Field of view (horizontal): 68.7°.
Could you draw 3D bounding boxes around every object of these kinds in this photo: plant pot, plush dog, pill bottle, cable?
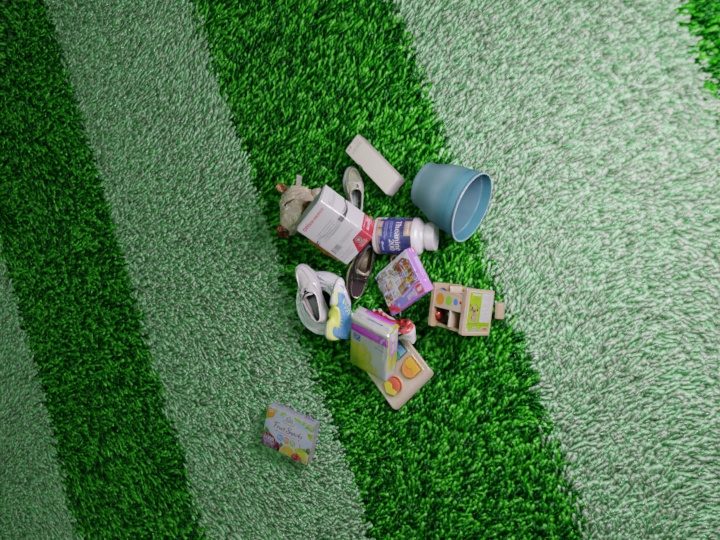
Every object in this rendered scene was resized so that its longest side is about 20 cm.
[{"bbox_3d":[0.252,-0.217,1.531,0.185,0.197,0.206,31,104,32],"label":"plant pot"},{"bbox_3d":[-0.211,-0.197,1.707,0.199,0.174,0.160,-39,121,18],"label":"plush dog"},{"bbox_3d":[0.139,-0.106,1.619,0.192,0.110,0.116,2,93,22],"label":"pill bottle"},{"bbox_3d":[-0.127,0.106,1.764,0.194,0.069,0.208,20,100,19],"label":"cable"}]

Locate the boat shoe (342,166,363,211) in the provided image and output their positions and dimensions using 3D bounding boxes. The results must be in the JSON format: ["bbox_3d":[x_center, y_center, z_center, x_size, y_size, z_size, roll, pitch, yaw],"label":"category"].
[{"bbox_3d":[-0.014,-0.247,1.670,0.062,0.069,0.208,132,138,-58],"label":"boat shoe"}]

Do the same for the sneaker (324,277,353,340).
[{"bbox_3d":[-0.052,0.127,1.673,0.101,0.076,0.208,11,107,-2],"label":"sneaker"}]

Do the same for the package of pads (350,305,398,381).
[{"bbox_3d":[0.043,0.230,1.628,0.151,0.068,0.206,24,131,27],"label":"package of pads"}]

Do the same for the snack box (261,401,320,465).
[{"bbox_3d":[-0.245,0.567,1.842,0.193,0.053,0.148,16,97,21],"label":"snack box"}]

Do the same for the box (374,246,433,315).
[{"bbox_3d":[0.129,0.037,1.613,0.200,0.038,0.141,-41,70,53],"label":"box"}]

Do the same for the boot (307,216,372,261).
[{"bbox_3d":[-0.068,-0.130,1.692,0.142,0.072,0.201,34,115,-25],"label":"boot"}]

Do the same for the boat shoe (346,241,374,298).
[{"bbox_3d":[0.000,0.000,1.685,0.070,0.065,0.208,4,111,-16],"label":"boat shoe"}]

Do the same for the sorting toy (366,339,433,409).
[{"bbox_3d":[0.111,0.314,1.690,0.186,0.036,0.201,-46,76,18],"label":"sorting toy"}]

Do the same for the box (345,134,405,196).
[{"bbox_3d":[0.047,-0.332,1.665,0.069,0.082,0.201,-46,74,17],"label":"box"}]

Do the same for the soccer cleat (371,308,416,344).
[{"bbox_3d":[0.093,0.179,1.654,0.195,0.069,0.087,10,135,41],"label":"soccer cleat"}]

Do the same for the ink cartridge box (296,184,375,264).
[{"bbox_3d":[-0.074,-0.136,1.591,0.197,0.085,0.144,33,130,-19],"label":"ink cartridge box"}]

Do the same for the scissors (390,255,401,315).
[{"bbox_3d":[0.138,0.039,1.678,0.071,0.014,0.209,-9,88,23],"label":"scissors"}]

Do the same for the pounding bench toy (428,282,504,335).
[{"bbox_3d":[0.314,0.112,1.557,0.154,0.195,0.130,11,95,52],"label":"pounding bench toy"}]

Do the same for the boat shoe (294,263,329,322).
[{"bbox_3d":[-0.166,0.075,1.704,0.070,0.065,0.207,-23,85,21],"label":"boat shoe"}]
